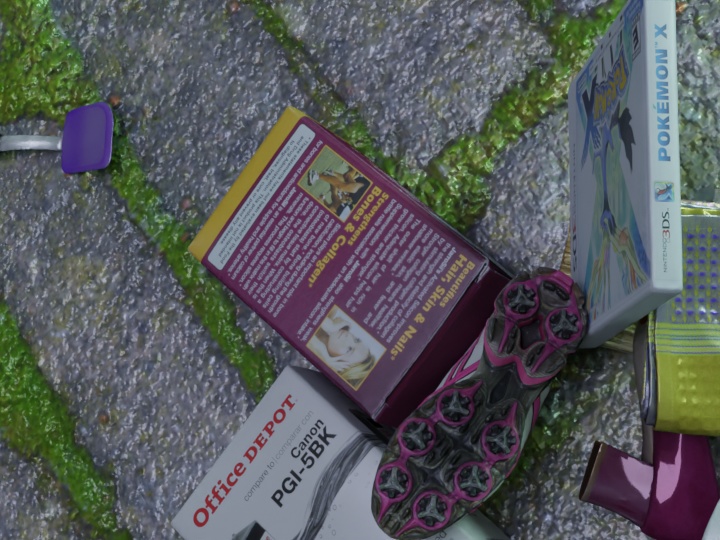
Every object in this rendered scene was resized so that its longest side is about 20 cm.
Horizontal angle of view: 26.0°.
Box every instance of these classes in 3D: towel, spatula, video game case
[{"bbox_3d":[0.265,0.032,0.948,0.198,0.023,0.145,5,79,-2],"label":"towel"},{"bbox_3d":[-0.281,-0.105,1.289,0.198,0.021,0.057,-2,79,26],"label":"spatula"},{"bbox_3d":[0.159,-0.058,0.964,0.022,0.200,0.184,2,78,-5],"label":"video game case"}]

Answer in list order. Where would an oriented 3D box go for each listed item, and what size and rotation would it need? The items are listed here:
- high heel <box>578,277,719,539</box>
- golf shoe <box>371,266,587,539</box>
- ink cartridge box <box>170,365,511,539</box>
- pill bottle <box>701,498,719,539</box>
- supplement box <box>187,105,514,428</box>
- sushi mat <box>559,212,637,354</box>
[{"bbox_3d":[0.215,0.073,0.992,0.095,0.067,0.202,21,95,2],"label":"high heel"},{"bbox_3d":[0.077,0.095,1.003,0.072,0.092,0.200,36,73,10],"label":"golf shoe"},{"bbox_3d":[-0.011,0.184,1.059,0.200,0.083,0.147,40,97,27],"label":"ink cartridge box"},{"bbox_3d":[0.297,0.193,0.891,0.198,0.119,0.121,18,86,28],"label":"pill bottle"},{"bbox_3d":[0.000,0.000,1.085,0.200,0.103,0.131,41,97,28],"label":"supplement box"},{"bbox_3d":[0.220,0.017,1.026,0.198,0.012,0.097,14,85,28],"label":"sushi mat"}]
